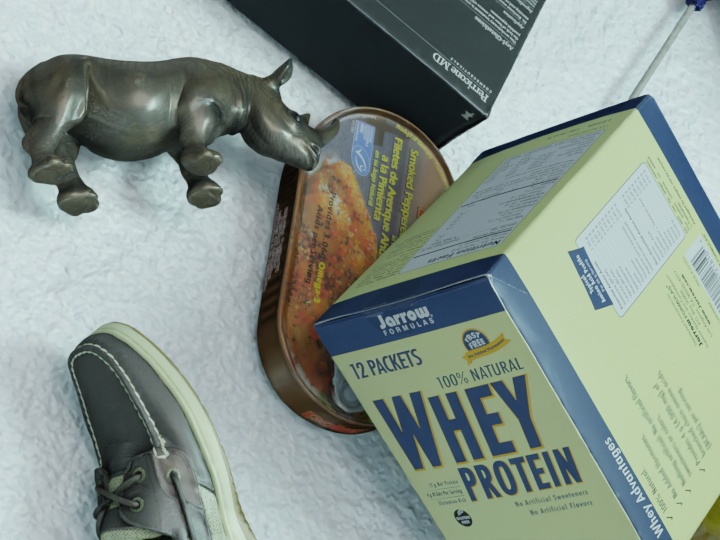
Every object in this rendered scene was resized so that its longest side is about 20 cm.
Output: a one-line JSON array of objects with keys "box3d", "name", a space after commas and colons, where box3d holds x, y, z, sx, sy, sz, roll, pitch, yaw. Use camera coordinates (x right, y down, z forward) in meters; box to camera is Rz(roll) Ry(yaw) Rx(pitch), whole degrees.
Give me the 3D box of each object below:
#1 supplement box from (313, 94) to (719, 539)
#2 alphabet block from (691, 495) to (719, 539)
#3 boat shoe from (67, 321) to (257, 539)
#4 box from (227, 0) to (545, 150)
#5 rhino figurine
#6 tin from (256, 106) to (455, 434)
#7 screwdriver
[{"box3d": [0.118, 0.044, 1.053, 0.200, 0.134, 0.200, -44, 109, -42], "name": "supplement box"}, {"box3d": [0.314, 0.159, 1.128, 0.200, 0.196, 0.196, 35, 56, -16], "name": "alphabet block"}, {"box3d": [-0.104, 0.125, 0.957, 0.066, 0.072, 0.201, -26, 91, -41], "name": "boat shoe"}, {"box3d": [0.010, -0.189, 1.145, 0.200, 0.079, 0.141, 38, 53, -14], "name": "box"}, {"box3d": [-0.100, -0.084, 1.037, 0.199, 0.060, 0.088, -4, 58, -27], "name": "rhino figurine"}, {"box3d": [0.000, 0.000, 1.091, 0.112, 0.042, 0.201, 18, 63, -21], "name": "tin"}, {"box3d": [0.230, -0.177, 1.302, 0.028, 0.029, 0.200, 44, 49, -10], "name": "screwdriver"}]
